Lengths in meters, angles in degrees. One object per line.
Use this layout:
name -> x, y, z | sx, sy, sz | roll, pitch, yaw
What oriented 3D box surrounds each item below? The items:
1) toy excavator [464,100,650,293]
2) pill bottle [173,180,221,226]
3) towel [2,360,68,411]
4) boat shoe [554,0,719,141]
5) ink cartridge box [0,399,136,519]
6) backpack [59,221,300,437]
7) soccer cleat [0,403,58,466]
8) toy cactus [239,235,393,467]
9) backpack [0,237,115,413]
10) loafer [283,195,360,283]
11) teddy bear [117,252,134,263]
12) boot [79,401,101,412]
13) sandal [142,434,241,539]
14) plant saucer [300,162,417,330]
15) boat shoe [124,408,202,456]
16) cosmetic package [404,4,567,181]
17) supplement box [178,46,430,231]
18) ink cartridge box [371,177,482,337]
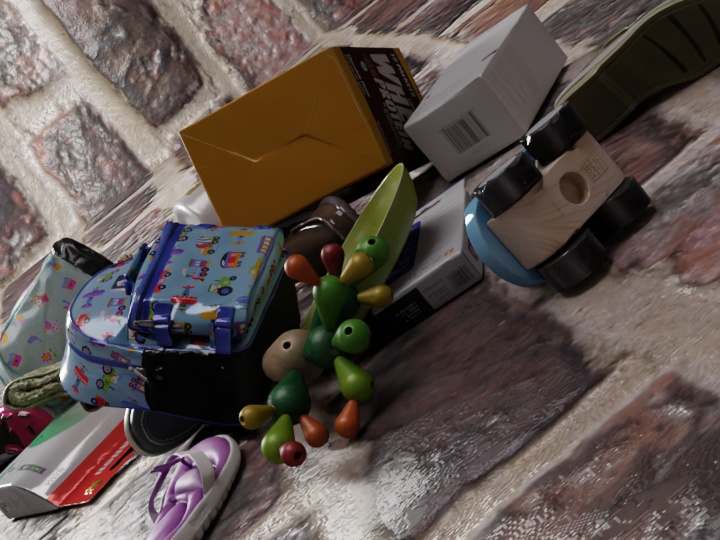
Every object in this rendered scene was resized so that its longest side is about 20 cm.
toy excavator -> 0.135, -0.054, 1.245 | 0.194, 0.100, 0.200 | -45, 7, -31
pill bottle -> -0.125, -0.101, 1.983 | 0.200, 0.114, 0.114 | -43, 14, -18
towel -> -0.296, 0.105, 1.775 | 0.200, 0.037, 0.148 | -20, 3, -3
boat shoe -> 0.253, -0.192, 1.402 | 0.200, 0.075, 0.068 | -33, 20, 23
ink cartridge box -> -0.283, 0.178, 1.631 | 0.161, 0.050, 0.200 | -48, 15, -33
backpack -> -0.169, 0.043, 1.413 | 0.200, 0.135, 0.183 | 5, 36, 15
soccer cleat -> -0.414, 0.184, 1.887 | 0.200, 0.070, 0.086 | -28, 19, 38
toy cactus -> -0.044, 0.064, 1.251 | 0.165, 0.102, 0.200 | -24, 48, 64
backpack -> -0.358, 0.073, 1.917 | 0.200, 0.167, 0.127 | -58, -8, -18
loafer -> -0.044, -0.017, 1.623 | 0.071, 0.073, 0.200 | -49, 7, -23
teddy bear -> -0.190, 0.010, 1.723 | 0.200, 0.145, 0.067 | 82, -164, -64
boot -> -0.175, 0.071, 1.569 | 0.200, 0.072, 0.166 | -36, 0, 9
sandal -> -0.144, 0.174, 1.281 | 0.082, 0.050, 0.203 | -34, 14, 14
plant saucer -> 0.000, 0.000, 1.398 | 0.200, 0.031, 0.200 | -59, 8, 14
boat shoe -> -0.143, 0.097, 1.485 | 0.062, 0.073, 0.200 | -29, 11, 47
cosmetic package -> 0.135, -0.189, 1.678 | 0.113, 0.081, 0.200 | -32, 16, 32
supplement box -> -0.045, -0.136, 1.699 | 0.197, 0.133, 0.200 | -26, -3, 22
ink cartridge box -> 0.062, -0.015, 1.403 | 0.095, 0.037, 0.200 | -35, 17, 16
